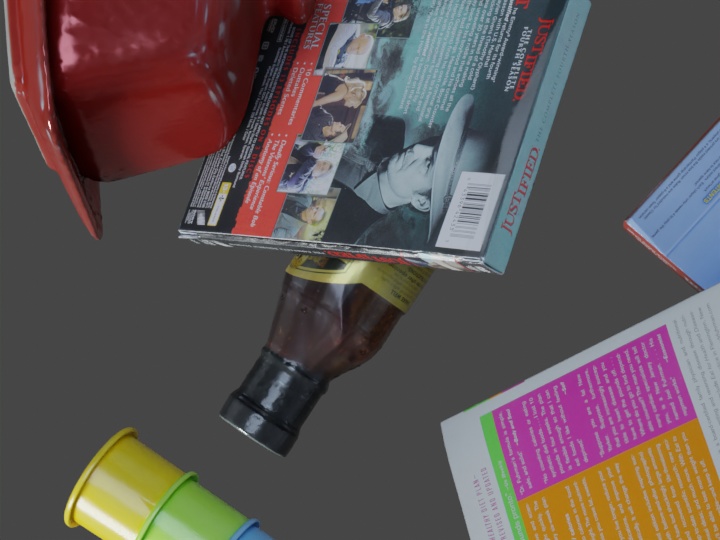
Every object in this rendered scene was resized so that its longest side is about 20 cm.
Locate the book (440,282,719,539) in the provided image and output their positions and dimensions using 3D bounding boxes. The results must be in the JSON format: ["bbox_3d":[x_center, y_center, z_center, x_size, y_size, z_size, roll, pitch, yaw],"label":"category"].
[{"bbox_3d":[0.141,0.093,1.288,0.200,0.048,0.134,-28,71,29],"label":"book"}]

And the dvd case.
[{"bbox_3d":[0.009,-0.073,1.333,0.200,0.022,0.146,5,70,42],"label":"dvd case"}]

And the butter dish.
[{"bbox_3d":[-0.095,-0.136,1.332,0.148,0.200,0.200,-7,74,0],"label":"butter dish"}]

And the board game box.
[{"bbox_3d":[0.234,-0.062,1.336,0.103,0.019,0.200,42,84,15],"label":"board game box"}]

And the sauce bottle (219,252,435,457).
[{"bbox_3d":[0.000,0.000,1.357,0.066,0.066,0.200,32,86,14],"label":"sauce bottle"}]

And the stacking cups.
[{"bbox_3d":[-0.051,0.155,1.344,0.200,0.061,0.061,33,88,14],"label":"stacking cups"}]
